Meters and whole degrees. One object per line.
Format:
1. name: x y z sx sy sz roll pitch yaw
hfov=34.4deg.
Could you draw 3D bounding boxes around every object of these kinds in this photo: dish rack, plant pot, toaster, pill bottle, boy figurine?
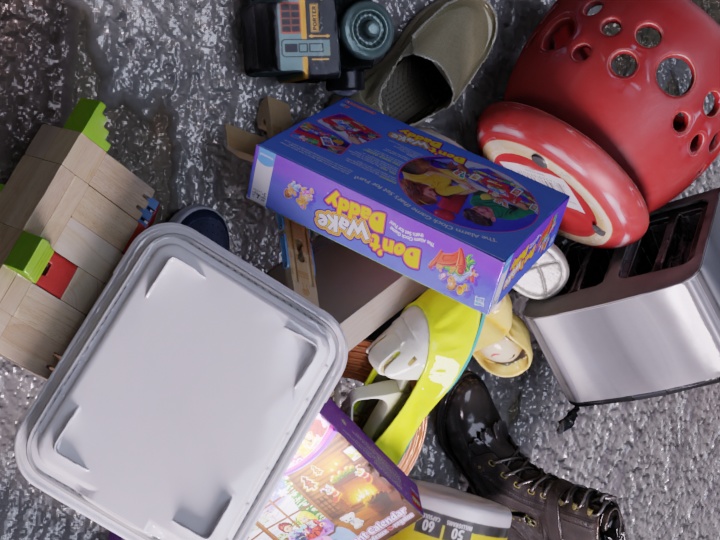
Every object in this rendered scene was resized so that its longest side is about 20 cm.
1. dish rack: -0.114 0.084 0.770 0.171 0.044 0.201 32 79 -8
2. plant pot: 0.217 -0.131 1.033 0.200 0.200 0.183 45 77 -31
3. toaster: 0.259 0.029 1.060 0.119 0.180 0.200 57 39 -21
4. pill bottle: 0.056 0.291 1.009 0.111 0.111 0.201 18 84 -36
5. boy figurine: 0.080 0.052 1.008 0.199 0.124 0.065 21 46 -50

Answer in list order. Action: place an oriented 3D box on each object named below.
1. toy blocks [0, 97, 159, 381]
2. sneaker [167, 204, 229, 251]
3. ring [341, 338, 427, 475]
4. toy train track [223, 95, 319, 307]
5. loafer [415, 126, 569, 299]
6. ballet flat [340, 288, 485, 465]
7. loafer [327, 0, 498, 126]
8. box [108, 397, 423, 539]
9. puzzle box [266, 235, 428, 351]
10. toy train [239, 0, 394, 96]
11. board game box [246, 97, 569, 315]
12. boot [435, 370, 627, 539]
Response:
1. toy blocks: -0.198 0.001 0.812 0.137 0.100 0.201 40 72 -45
2. sneaker: -0.120 0.052 0.853 0.070 0.108 0.201 19 84 -34
3. ring: -0.038 0.138 0.942 0.199 0.019 0.202 -11 121 -19
4. toy train track: -0.060 -0.044 0.888 0.114 0.032 0.201 18 49 -38
5. loafer: 0.104 -0.054 1.033 0.200 0.063 0.072 42 112 -12
6. ballet flat: 0.027 0.084 0.876 0.067 0.067 0.201 6 126 -31
7. loafer: 0.059 -0.167 0.987 0.200 0.068 0.076 -47 119 -23
8. box: -0.071 0.187 0.880 0.199 0.039 0.137 -35 120 13
9. puzzle box: 0.000 0.000 0.922 0.200 0.133 0.026 -36 119 -27
10. toy train: -0.039 -0.236 0.904 0.113 0.085 0.202 -7 99 -26
11. board game box: 0.036 -0.054 0.853 0.134 0.199 0.045 -38 149 -53
12. boot: 0.161 0.189 1.036 0.069 0.174 0.201 -32 113 -29
